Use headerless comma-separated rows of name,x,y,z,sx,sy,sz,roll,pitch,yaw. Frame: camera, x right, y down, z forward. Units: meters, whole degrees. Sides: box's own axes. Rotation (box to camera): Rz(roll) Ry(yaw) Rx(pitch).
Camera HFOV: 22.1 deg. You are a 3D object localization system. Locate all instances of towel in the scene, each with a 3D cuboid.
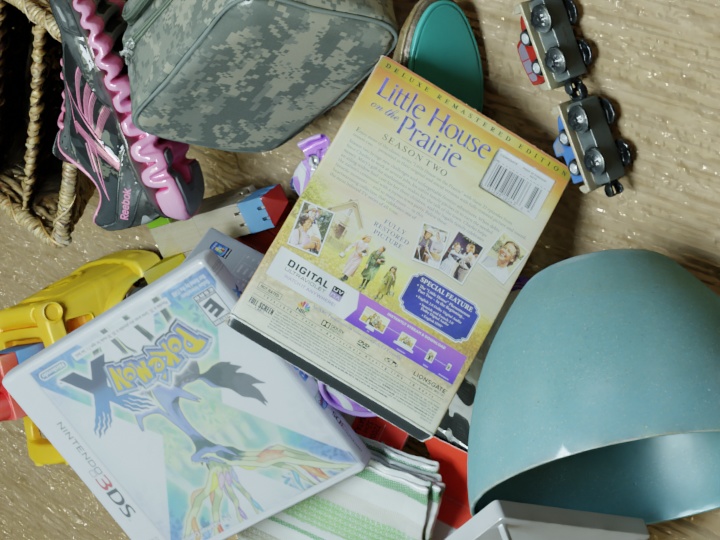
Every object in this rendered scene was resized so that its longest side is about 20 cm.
towel,-0.019,0.183,1.330,0.149,0.031,0.200,23,137,15

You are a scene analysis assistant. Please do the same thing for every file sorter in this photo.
file sorter,0.082,0.248,1.124,0.200,0.139,0.125,-43,51,32

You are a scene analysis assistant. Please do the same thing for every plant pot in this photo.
plant pot,0.155,0.066,1.106,0.200,0.200,0.135,-37,53,50

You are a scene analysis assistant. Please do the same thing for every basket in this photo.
basket,-0.269,-0.146,1.468,0.143,0.149,0.200,15,126,2

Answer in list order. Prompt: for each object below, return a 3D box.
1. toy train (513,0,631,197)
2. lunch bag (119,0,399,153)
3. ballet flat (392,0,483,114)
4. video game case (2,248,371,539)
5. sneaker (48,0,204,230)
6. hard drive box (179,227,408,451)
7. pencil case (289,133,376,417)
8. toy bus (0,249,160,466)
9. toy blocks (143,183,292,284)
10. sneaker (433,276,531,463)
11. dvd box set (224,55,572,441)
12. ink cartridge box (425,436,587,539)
toy train,0.119,-0.138,1.154,0.046,0.034,0.200,-20,91,55
lunch bag,-0.078,-0.196,1.277,0.200,0.139,0.168,-40,48,49
ballet flat,0.052,-0.086,1.241,0.072,0.068,0.200,14,123,61
video game case,-0.121,0.101,1.262,0.200,0.022,0.182,-30,105,29
sneaker,-0.193,-0.118,1.340,0.095,0.079,0.200,-20,97,21
hard drive box,-0.057,0.086,1.347,0.200,0.077,0.156,26,129,5
pencil case,0.000,0.000,1.254,0.084,0.085,0.200,-23,54,19
toy bus,-0.233,0.103,1.546,0.136,0.192,0.200,-9,101,49
toy blocks,-0.069,0.012,1.403,0.137,0.100,0.200,-13,108,42
sneaker,0.101,0.081,1.251,0.081,0.083,0.200,35,148,20
dvd box set,0.026,-0.015,1.148,0.146,0.200,0.029,30,162,-5
ink cartridge box,0.107,0.220,1.276,0.162,0.050,0.200,23,145,41
